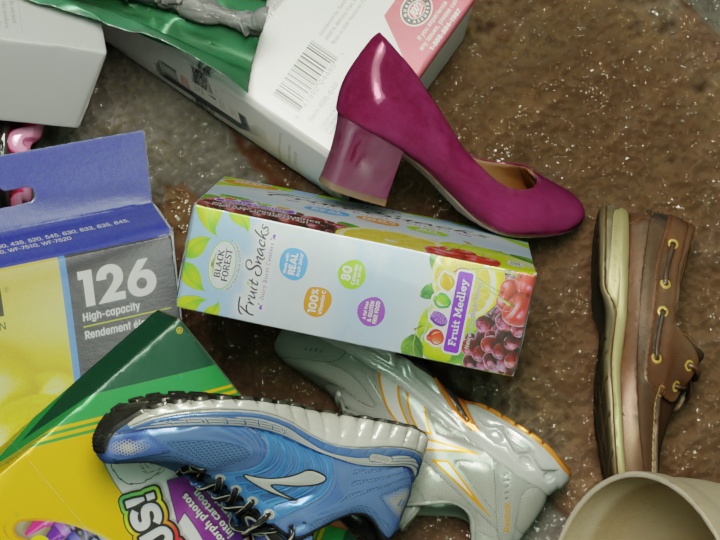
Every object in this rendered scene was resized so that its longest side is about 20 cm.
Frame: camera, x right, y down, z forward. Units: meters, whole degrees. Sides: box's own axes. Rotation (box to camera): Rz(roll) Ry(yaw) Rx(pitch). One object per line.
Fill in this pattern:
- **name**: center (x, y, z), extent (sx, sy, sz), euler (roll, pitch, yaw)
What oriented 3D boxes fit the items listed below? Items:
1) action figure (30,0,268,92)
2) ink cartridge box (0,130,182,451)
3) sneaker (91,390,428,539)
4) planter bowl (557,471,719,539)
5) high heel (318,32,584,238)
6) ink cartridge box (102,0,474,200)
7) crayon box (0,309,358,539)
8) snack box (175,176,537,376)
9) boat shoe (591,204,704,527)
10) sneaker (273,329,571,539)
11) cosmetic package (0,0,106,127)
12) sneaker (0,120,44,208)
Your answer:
- **action figure**: center (-0.150, -0.185, 1.395), extent (0.199, 0.055, 0.119), euler (14, 56, -7)
- **ink cartridge box**: center (-0.200, 0.035, 1.377), extent (0.196, 0.047, 0.202), euler (-12, 110, -21)
- **sneaker**: center (-0.056, 0.116, 1.319), extent (0.199, 0.078, 0.090), euler (11, 84, -24)
- **planter bowl**: center (0.213, 0.216, 1.356), extent (0.134, 0.200, 0.202), euler (2, 74, -30)
- **high heel**: center (0.071, -0.078, 1.425), extent (0.199, 0.067, 0.097), euler (9, 107, -39)
- **ink cartridge box**: center (-0.050, -0.161, 1.479), extent (0.199, 0.085, 0.146), euler (35, 76, 5)
- **crayon box**: center (-0.116, 0.156, 1.374), extent (0.172, 0.058, 0.200), euler (-42, 106, -12)
- **snack box**: center (0.000, 0.000, 1.395), extent (0.198, 0.169, 0.068), euler (13, 98, 1)
- **boat shoe**: center (0.178, 0.057, 1.440), extent (0.067, 0.072, 0.202), euler (1, 74, 0)
- **sneaker**: center (0.023, 0.103, 1.425), extent (0.199, 0.076, 0.092), euler (31, 86, 9)
- **cosmetic package**: center (-0.259, -0.153, 1.400), extent (0.199, 0.071, 0.102), euler (5, 48, -22)
- **sneaker**: center (-0.246, -0.041, 1.432), extent (0.095, 0.079, 0.201), euler (13, 65, -37)
